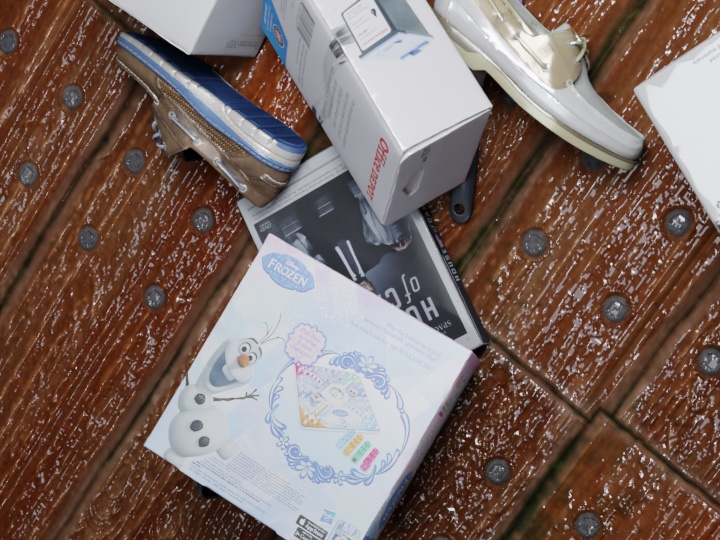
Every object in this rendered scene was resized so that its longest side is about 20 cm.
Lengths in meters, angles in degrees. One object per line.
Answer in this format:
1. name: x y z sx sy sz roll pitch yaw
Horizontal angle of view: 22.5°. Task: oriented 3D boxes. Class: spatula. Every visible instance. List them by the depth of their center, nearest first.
1. spatula: 0.090 -0.137 1.432 0.056 0.021 0.202 11 100 18

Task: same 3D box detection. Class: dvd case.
1. dvd case: 0.000 0.000 1.484 0.149 0.025 0.202 -28 83 24

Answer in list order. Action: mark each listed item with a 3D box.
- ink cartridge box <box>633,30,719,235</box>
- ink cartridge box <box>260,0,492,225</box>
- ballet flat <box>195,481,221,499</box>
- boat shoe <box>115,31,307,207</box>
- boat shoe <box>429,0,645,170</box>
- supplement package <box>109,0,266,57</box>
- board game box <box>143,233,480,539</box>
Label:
1. ink cartridge box: 0.316 -0.081 1.268 0.144 0.147 0.201 -33 82 23
2. ink cartridge box: 0.007 -0.157 1.382 0.085 0.147 0.201 -28 76 -15
3. ballet flat: -0.052 0.162 1.495 0.198 0.069 0.068 -11 134 29
4. boat shoe: -0.138 -0.125 1.500 0.200 0.072 0.073 39 109 24
5. boat shoe: 0.140 -0.155 1.371 0.199 0.075 0.069 37 103 2
6. supplement package: -0.109 -0.287 1.451 0.119 0.121 0.201 35 108 17
7. board game box: -0.039 0.105 1.441 0.199 0.043 0.200 30 87 19
